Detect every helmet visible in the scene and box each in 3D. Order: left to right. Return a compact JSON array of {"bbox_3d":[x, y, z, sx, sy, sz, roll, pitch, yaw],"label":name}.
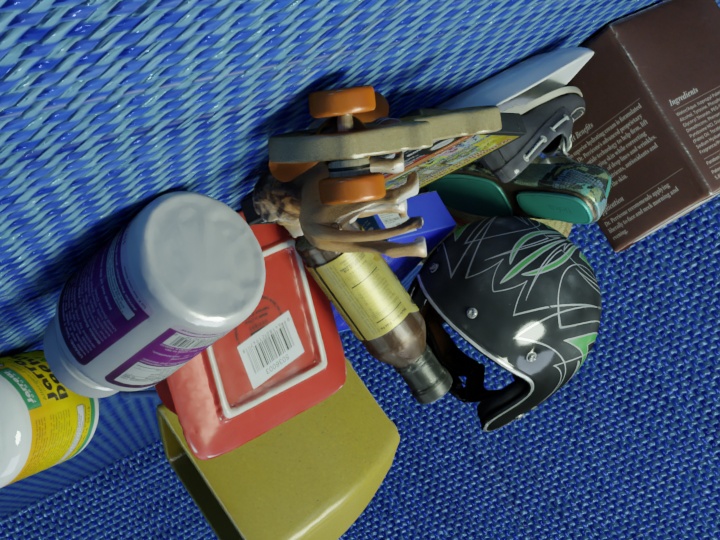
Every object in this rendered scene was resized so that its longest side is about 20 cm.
[{"bbox_3d":[0.139,0.040,1.430,0.200,0.200,0.191,-26,154,-38],"label":"helmet"}]

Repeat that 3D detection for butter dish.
[{"bbox_3d":[-0.136,0.049,1.359,0.148,0.200,0.200,0,-161,46],"label":"butter dish"}]

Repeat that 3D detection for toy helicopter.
[{"bbox_3d":[0.018,-0.100,1.100,0.200,0.079,0.132,-12,-172,-35],"label":"toy helicopter"}]

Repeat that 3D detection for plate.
[{"bbox_3d":[0.112,-0.150,1.437,0.200,0.032,0.200,-28,174,-15],"label":"plate"}]

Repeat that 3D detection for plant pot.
[{"bbox_3d":[-0.073,0.191,1.523,0.200,0.194,0.196,-32,163,-15],"label":"plant pot"}]

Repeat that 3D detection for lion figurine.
[{"bbox_3d":[-0.020,-0.051,1.136,0.122,0.073,0.200,-4,-170,-6],"label":"lion figurine"}]

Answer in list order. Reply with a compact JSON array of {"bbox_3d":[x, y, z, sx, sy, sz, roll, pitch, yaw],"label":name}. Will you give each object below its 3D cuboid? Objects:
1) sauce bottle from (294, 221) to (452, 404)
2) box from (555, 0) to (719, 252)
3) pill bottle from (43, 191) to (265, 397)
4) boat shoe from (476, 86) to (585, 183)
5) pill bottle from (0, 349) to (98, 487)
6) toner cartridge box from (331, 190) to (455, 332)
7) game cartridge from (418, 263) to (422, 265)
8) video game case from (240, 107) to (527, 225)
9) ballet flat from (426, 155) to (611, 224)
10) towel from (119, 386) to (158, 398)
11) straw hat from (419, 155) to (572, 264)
[{"bbox_3d":[0.017,0.038,1.354,0.065,0.200,0.065,-28,-156,14],"label":"sauce bottle"},{"bbox_3d":[0.314,-0.158,1.542,0.164,0.200,0.166,-27,175,-34],"label":"box"},{"bbox_3d":[-0.168,0.027,1.140,0.112,0.112,0.200,-25,174,-43],"label":"pill bottle"},{"bbox_3d":[0.170,-0.129,1.431,0.073,0.063,0.200,-37,173,36],"label":"boat shoe"},{"bbox_3d":[-0.326,0.136,1.318,0.113,0.113,0.200,-31,175,17],"label":"pill bottle"},{"bbox_3d":[0.000,0.000,1.447,0.095,0.043,0.200,-12,156,-42],"label":"toner cartridge box"},{"bbox_3d":[0.094,-0.056,1.696,0.200,0.038,0.130,-8,149,-15],"label":"game cartridge"},{"bbox_3d":[0.022,-0.091,1.298,0.200,0.026,0.181,-26,170,31],"label":"video game case"},{"bbox_3d":[0.161,-0.087,1.464,0.200,0.074,0.074,13,-157,35],"label":"ballet flat"},{"bbox_3d":[-0.150,0.071,1.513,0.147,0.024,0.200,-4,-152,19],"label":"towel"},{"bbox_3d":[0.127,-0.091,1.560,0.201,0.201,0.085,-29,143,-11],"label":"straw hat"}]
